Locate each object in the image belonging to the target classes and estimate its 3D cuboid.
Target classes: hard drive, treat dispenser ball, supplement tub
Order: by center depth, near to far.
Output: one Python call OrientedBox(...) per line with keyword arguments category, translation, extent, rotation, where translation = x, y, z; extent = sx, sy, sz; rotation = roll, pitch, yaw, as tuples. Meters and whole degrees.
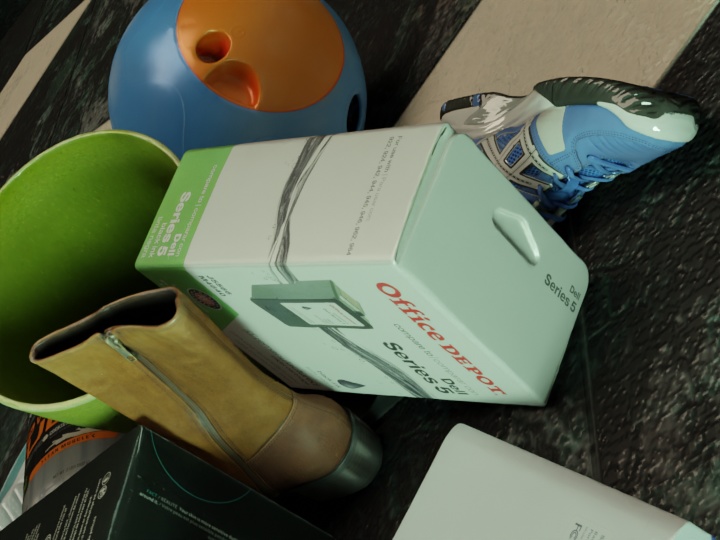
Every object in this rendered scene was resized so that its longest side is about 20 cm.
OrientedBox(category="hard drive", translation=(0.069, 0.153, 0.675), extent=(0.133, 0.025, 0.200), rotation=(-62, 24, -6))
OrientedBox(category="supplement tub", translation=(-0.186, 0.144, 1.064), extent=(0.123, 0.122, 0.200), rotation=(-51, 24, 15))
OrientedBox(category="treat dispenser ball", translation=(-0.094, -0.132, 1.117), extent=(0.201, 0.200, 0.202), rotation=(-43, 28, 30))

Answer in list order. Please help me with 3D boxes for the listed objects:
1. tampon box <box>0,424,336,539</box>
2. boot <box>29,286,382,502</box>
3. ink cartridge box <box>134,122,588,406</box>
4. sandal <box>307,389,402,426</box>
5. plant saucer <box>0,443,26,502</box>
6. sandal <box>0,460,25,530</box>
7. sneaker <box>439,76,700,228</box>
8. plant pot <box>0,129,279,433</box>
OrientedBox(category="tampon box", translation=(-0.136, 0.213, 0.850), extent=(0.200, 0.149, 0.127), rotation=(-37, 30, 40))
OrientedBox(category="boot", translation=(-0.114, 0.097, 0.839), extent=(0.187, 0.200, 0.069), rotation=(-18, 52, 32))
OrientedBox(category="ink cartridge box", translation=(0.000, 0.000, 0.786), extent=(0.199, 0.145, 0.085), rotation=(-1, 58, 44))
OrientedBox(category="sandal", translation=(0.017, 0.043, 0.884), extent=(0.200, 0.045, 0.076), rotation=(-38, 32, 39))
OrientedBox(category="plant saucer", translation=(-0.280, 0.195, 1.307), extent=(0.200, 0.027, 0.201), rotation=(-43, 28, 31))
OrientedBox(category="sandal", translation=(-0.240, 0.171, 1.186), extent=(0.208, 0.079, 0.059), rotation=(-59, -15, -33))
OrientedBox(category="sneaker", translation=(0.115, -0.063, 0.811), extent=(0.199, 0.075, 0.078), rotation=(-5, 79, 61))
OrientedBox(category="plant pot", translation=(-0.137, 0.037, 0.975), extent=(0.185, 0.200, 0.189), rotation=(-11, 62, 22))
